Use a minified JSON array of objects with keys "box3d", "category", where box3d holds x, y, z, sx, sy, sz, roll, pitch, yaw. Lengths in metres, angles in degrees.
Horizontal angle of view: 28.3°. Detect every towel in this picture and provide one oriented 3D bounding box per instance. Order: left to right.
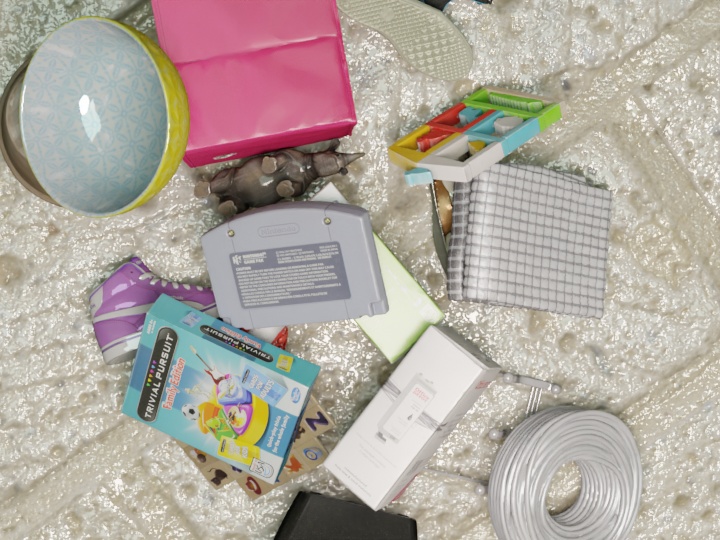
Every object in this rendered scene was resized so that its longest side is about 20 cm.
[{"box3d":[0.193,-0.035,1.655,0.198,0.085,0.167,8,83,-31],"category":"towel"}]

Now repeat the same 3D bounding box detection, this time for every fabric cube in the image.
[{"box3d":[-0.118,-0.235,1.614,0.197,0.196,0.202,-10,91,-3],"category":"fabric cube"}]

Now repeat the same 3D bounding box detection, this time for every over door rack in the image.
[{"box3d":[0.129,0.184,1.696,0.198,0.067,0.149,15,91,-2],"category":"over door rack"}]

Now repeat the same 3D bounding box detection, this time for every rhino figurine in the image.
[{"box3d":[-0.088,-0.111,1.656,0.198,0.087,0.060,-16,95,13],"category":"rhino figurine"}]

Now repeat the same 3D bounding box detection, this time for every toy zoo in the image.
[{"box3d":[0.122,-0.151,1.618,0.199,0.131,0.021,-34,123,-28],"category":"toy zoo"}]

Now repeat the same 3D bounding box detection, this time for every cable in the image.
[{"box3d":[0.242,0.258,1.671,0.200,0.069,0.201,-39,112,-19],"category":"cable"}]

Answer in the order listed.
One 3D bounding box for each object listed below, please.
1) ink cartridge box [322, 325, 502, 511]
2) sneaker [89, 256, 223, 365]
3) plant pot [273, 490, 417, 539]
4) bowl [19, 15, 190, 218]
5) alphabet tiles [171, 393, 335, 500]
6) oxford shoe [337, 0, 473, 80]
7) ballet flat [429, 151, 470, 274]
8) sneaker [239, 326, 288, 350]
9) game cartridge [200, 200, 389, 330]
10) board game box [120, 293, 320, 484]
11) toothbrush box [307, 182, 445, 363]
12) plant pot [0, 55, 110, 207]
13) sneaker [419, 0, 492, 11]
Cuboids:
[{"box3d":[0.061,0.163,1.609,0.083,0.146,0.201,39,95,12],"category":"ink cartridge box"},{"box3d":[-0.222,0.026,1.682,0.199,0.073,0.115,-17,76,-10],"category":"sneaker"},{"box3d":[-0.024,0.355,1.642,0.198,0.200,0.179,15,81,-2],"category":"plant pot"},{"box3d":[-0.244,-0.159,1.477,0.198,0.107,0.202,4,98,30],"category":"bowl"},{"box3d":[-0.130,0.181,1.660,0.199,0.006,0.167,-31,105,30],"category":"alphabet tiles"},{"box3d":[0.051,-0.294,1.677,0.199,0.058,0.075,30,115,-19],"category":"oxford shoe"},{"box3d":[0.115,-0.064,1.689,0.067,0.064,0.202,-13,92,-1],"category":"ballet flat"},{"box3d":[-0.107,0.111,1.671,0.108,0.067,0.202,39,110,-3],"category":"sneaker"},{"box3d":[-0.073,-0.007,1.561,0.198,0.042,0.135,-6,103,22],"category":"game cartridge"},{"box3d":[-0.160,0.136,1.612,0.198,0.047,0.152,24,123,5],"category":"board game box"},{"box3d":[0.000,0.000,1.648,0.086,0.146,0.200,-40,93,1],"category":"toothbrush box"},{"box3d":[-0.326,-0.169,1.621,0.198,0.174,0.202,0,92,-3],"category":"plant pot"},{"box3d":[0.157,-0.361,1.687,0.198,0.073,0.083,-14,108,5],"category":"sneaker"}]
